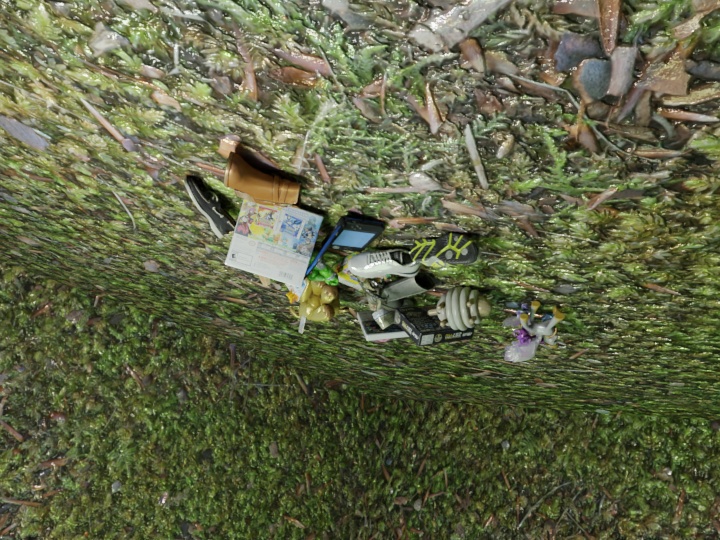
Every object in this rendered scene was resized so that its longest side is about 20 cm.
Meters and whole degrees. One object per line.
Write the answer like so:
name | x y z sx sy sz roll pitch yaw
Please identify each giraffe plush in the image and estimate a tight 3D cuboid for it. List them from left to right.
giraffe plush | -0.121 0.110 1.883 0.172 0.203 0.161 36 -160 29

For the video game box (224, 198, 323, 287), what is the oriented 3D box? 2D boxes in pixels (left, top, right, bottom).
video game box | -0.210 -0.077 1.373 0.197 0.185 0.047 18 -171 -14

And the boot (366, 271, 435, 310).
boot | 0.138 0.058 1.687 0.198 0.074 0.180 -28 161 34

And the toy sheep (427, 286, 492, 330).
toy sheep | 0.288 0.112 1.644 0.196 0.140 0.138 -4 156 27

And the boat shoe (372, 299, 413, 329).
boat shoe | 0.110 0.143 1.819 0.072 0.063 0.198 -31 170 39

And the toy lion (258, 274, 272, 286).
toy lion | -0.269 -0.073 1.496 0.199 0.068 0.195 36 143 48

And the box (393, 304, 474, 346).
box | 0.224 0.162 1.726 0.196 0.050 0.161 -5 -152 -26

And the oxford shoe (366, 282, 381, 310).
oxford shoe | 0.054 0.088 1.809 0.069 0.075 0.200 4 159 22

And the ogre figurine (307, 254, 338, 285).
ogre figurine | -0.155 -0.025 1.587 0.200 0.098 0.120 45 167 17

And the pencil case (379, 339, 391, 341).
pencil case | 0.089 0.203 2.009 0.081 0.088 0.200 13 179 11

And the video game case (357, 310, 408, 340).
video game case | 0.099 0.174 1.855 0.196 0.024 0.182 -4 -160 -9

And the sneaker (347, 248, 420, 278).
sneaker | 0.062 -0.028 1.488 0.196 0.078 0.081 -3 163 3

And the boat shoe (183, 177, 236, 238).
boat shoe | -0.374 -0.163 1.415 0.060 0.074 0.201 -29 136 -3

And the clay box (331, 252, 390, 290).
clay box | 0.000 0.000 1.644 0.113 0.048 0.199 22 157 -21

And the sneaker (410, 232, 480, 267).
sneaker | 0.214 -0.045 1.370 0.076 0.077 0.198 20 171 -40

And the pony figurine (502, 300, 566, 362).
pony figurine | 0.519 0.178 1.691 0.189 0.169 0.201 -2 142 16

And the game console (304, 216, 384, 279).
game console | -0.046 -0.043 1.409 0.167 0.121 0.200 6 163 -17

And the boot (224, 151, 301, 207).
boot | -0.206 -0.192 1.221 0.152 0.075 0.200 13 173 3

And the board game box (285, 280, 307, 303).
board game box | -0.224 -0.015 1.580 0.202 0.026 0.200 57 160 7

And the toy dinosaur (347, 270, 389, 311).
toy dinosaur | 0.037 0.056 1.604 0.087 0.048 0.201 7 144 40
